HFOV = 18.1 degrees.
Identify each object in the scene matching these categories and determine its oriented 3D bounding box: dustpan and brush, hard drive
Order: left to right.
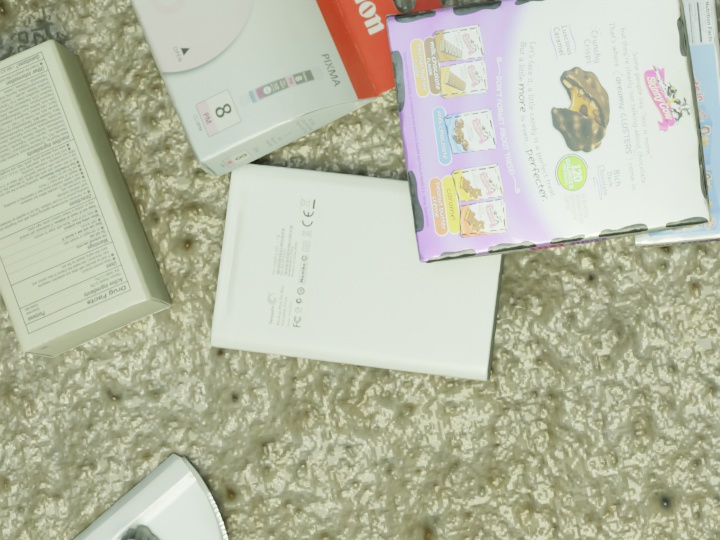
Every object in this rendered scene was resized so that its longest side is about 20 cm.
[{"bbox_3d":[-0.122,0.245,1.578,0.139,0.057,0.200,-40,81,4],"label":"dustpan and brush"},{"bbox_3d":[0.000,0.000,1.597,0.198,0.026,0.133,7,86,9],"label":"hard drive"}]

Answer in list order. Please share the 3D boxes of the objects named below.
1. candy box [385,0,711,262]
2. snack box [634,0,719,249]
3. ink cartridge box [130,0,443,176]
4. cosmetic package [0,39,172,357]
[{"bbox_3d":[0.128,-0.101,1.529,0.198,0.072,0.169,-7,89,7],"label":"candy box"},{"bbox_3d":[0.217,-0.119,1.573,0.071,0.024,0.202,-5,84,7],"label":"snack box"},{"bbox_3d":[-0.051,-0.182,1.598,0.199,0.057,0.163,-26,74,9],"label":"ink cartridge box"},{"bbox_3d":[-0.220,-0.050,1.612,0.103,0.073,0.201,-21,83,6],"label":"cosmetic package"}]
